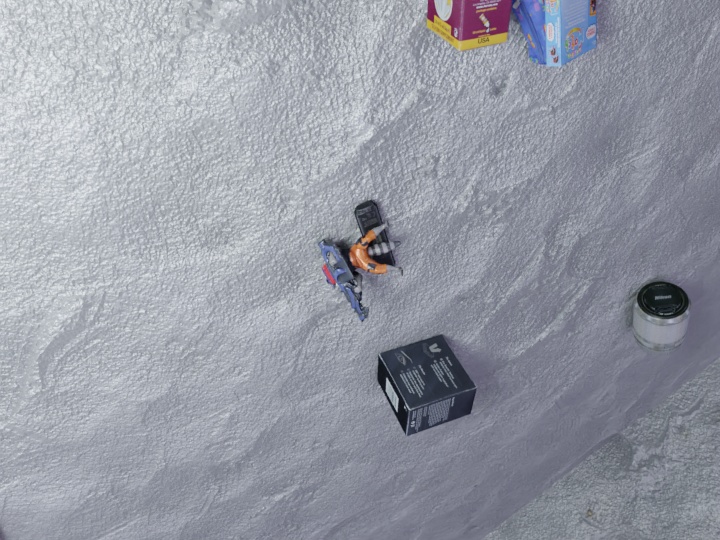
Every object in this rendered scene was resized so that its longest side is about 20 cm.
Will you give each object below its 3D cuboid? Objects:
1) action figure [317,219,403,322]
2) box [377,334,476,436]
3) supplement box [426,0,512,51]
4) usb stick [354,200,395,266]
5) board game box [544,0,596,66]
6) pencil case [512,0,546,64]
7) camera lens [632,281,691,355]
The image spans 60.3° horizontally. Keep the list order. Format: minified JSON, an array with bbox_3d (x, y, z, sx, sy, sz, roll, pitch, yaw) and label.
[{"bbox_3d":[0.000,0.000,1.351,0.190,0.105,0.203,-16,108,19],"label":"action figure"},{"bbox_3d":[0.170,0.299,1.633,0.196,0.198,0.119,-14,133,-17],"label":"box"},{"bbox_3d":[0.185,-0.497,1.043,0.101,0.132,0.203,-15,131,-15],"label":"supplement box"},{"bbox_3d":[0.034,-0.069,1.379,0.054,0.033,0.202,-20,133,0],"label":"usb stick"},{"bbox_3d":[0.389,-0.498,1.139,0.150,0.036,0.204,-33,124,-37],"label":"board game box"},{"bbox_3d":[0.330,-0.480,1.165,0.200,0.077,0.088,48,63,-43],"label":"pencil case"},{"bbox_3d":[0.938,0.148,1.937,0.158,0.161,0.202,-26,134,-5],"label":"camera lens"}]
